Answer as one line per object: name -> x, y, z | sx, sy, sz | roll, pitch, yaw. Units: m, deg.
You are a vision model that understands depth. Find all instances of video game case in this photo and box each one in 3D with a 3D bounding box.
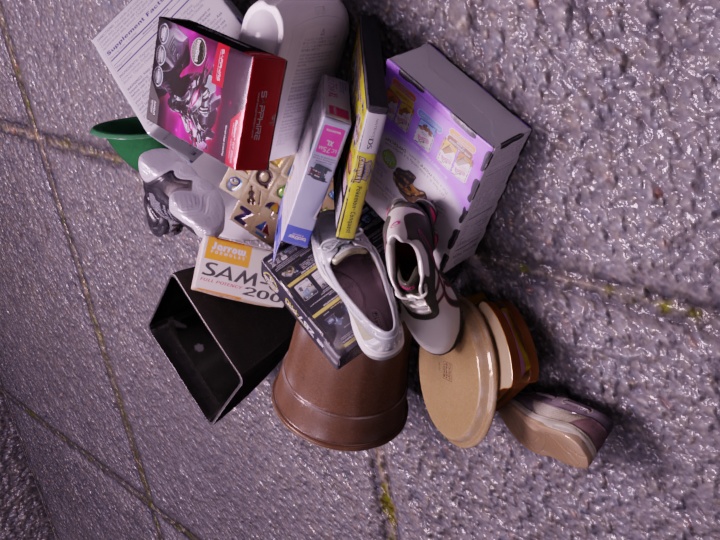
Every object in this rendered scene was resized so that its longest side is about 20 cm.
video game case -> -0.004, -0.168, 1.104 | 0.202, 0.025, 0.182 | -94, 14, -48

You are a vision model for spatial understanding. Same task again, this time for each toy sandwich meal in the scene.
toy sandwich meal -> 0.140, 0.118, 1.166 | 0.205, 0.069, 0.209 | 178, 90, -68

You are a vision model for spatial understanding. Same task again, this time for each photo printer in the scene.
photo printer -> -0.089, -0.238, 1.133 | 0.069, 0.166, 0.202 | 28, 118, 20

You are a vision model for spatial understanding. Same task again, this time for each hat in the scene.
hat -> -0.326, -0.149, 1.515 | 0.165, 0.198, 0.179 | 21, 119, 46

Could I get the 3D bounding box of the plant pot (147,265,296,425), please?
plant pot -> -0.201, 0.094, 1.521 | 0.201, 0.176, 0.200 | 54, 144, 11

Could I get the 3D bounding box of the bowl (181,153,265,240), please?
bowl -> -0.189, -0.153, 1.381 | 0.199, 0.074, 0.203 | 12, 122, 49

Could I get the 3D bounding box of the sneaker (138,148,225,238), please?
sneaker -> -0.261, -0.086, 1.395 | 0.200, 0.075, 0.115 | 45, 143, 33

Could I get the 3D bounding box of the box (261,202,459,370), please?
box -> 0.000, 0.000, 1.174 | 0.161, 0.199, 0.049 | 48, 158, 18

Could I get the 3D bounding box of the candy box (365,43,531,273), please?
candy box -> 0.085, -0.126, 1.093 | 0.168, 0.071, 0.201 | 45, 141, 23

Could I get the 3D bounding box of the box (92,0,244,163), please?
box -> -0.230, -0.285, 1.260 | 0.201, 0.183, 0.105 | 55, -170, 28

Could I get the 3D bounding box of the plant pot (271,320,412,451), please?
plant pot -> -0.014, 0.102, 1.284 | 0.199, 0.199, 0.201 | 35, 131, 32

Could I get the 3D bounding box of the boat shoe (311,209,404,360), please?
boat shoe -> -0.003, 0.005, 1.106 | 0.065, 0.073, 0.204 | 95, 156, -60

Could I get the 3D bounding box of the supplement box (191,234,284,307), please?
supplement box -> -0.170, 0.005, 1.326 | 0.200, 0.124, 0.075 | 168, 115, -79

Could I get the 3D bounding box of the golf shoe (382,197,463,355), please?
golf shoe -> 0.062, 0.020, 1.072 | 0.076, 0.088, 0.203 | -7, 116, 22

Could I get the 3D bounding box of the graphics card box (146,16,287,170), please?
graphics card box -> -0.168, -0.203, 1.071 | 0.199, 0.050, 0.127 | 32, 118, 41

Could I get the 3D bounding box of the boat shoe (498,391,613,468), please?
boat shoe -> 0.228, 0.178, 1.122 | 0.073, 0.064, 0.200 | 60, 165, -12

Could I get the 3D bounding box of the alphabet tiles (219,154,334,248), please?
alphabet tiles -> -0.094, -0.122, 1.276 | 0.165, 0.006, 0.201 | 32, 115, -2

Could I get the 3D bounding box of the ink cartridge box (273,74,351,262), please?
ink cartridge box -> -0.059, -0.117, 1.127 | 0.120, 0.041, 0.202 | -94, 24, -56
